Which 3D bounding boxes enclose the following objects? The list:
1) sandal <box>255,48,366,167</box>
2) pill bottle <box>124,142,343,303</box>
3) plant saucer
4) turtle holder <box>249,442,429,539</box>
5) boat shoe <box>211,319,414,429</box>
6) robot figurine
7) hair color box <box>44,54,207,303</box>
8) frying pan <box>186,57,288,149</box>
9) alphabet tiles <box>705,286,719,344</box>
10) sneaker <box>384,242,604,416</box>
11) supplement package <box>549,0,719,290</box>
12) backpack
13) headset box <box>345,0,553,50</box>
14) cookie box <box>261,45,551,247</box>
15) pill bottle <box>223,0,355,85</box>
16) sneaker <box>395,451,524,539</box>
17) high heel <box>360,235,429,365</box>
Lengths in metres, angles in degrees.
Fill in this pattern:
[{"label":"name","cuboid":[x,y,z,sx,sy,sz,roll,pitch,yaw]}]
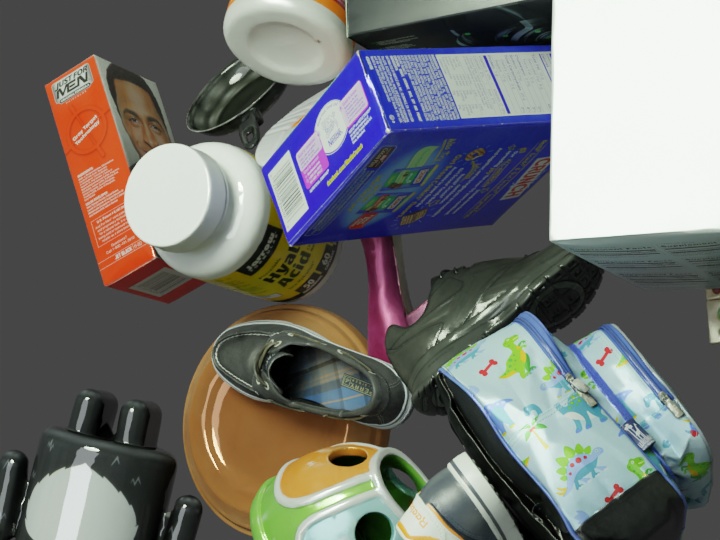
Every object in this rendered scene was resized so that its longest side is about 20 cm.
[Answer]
[{"label":"sandal","cuboid":[-0.001,-0.126,1.522,0.079,0.207,0.060,-3,121,44]},{"label":"pill bottle","cuboid":[-0.104,-0.042,1.523,0.110,0.200,0.113,-6,78,27]},{"label":"plant saucer","cuboid":[-0.069,0.126,1.566,0.198,0.037,0.202,-5,78,27]},{"label":"turtle holder","cuboid":[0.004,0.220,1.441,0.131,0.141,0.187,-39,72,25]},{"label":"boat shoe","cuboid":[-0.051,0.083,1.501,0.199,0.066,0.071,19,90,34]},{"label":"robot figurine","cuboid":[-0.225,0.204,1.583,0.149,0.124,0.202,9,84,47]},{"label":"hair color box","cuboid":[-0.201,-0.079,1.639,0.061,0.101,0.202,-28,69,21]},{"label":"frying pan","cuboid":[-0.085,-0.148,1.582,0.115,0.031,0.190,-46,28,-11]},{"label":"alphabet tiles","cuboid":[0.335,-0.022,1.394,0.165,0.006,0.202,-9,76,27]},{"label":"sneaker","cuboid":[0.102,0.022,1.454,0.199,0.076,0.091,-35,53,-7]},{"label":"supplement package","cuboid":[0.237,-0.097,1.343,0.146,0.200,0.193,-3,78,27]},{"label":"backpack","cuboid":[0.159,0.127,1.366,0.147,0.183,0.200,-37,65,-8]},{"label":"headset box","cuboid":[0.100,-0.214,1.447,0.173,0.200,0.094,-7,77,27]},{"label":"cookie box","cuboid":[0.053,-0.095,1.418,0.171,0.198,0.076,-45,58,49]},{"label":"pill bottle","cuboid":[-0.040,-0.263,1.553,0.109,0.110,0.202,-3,56,27]},{"label":"sneaker","cuboid":[0.092,0.221,1.352,0.079,0.201,0.078,-37,31,-4]},{"label":"high heel","cuboid":[0.000,0.000,1.537,0.096,0.067,0.201,-36,79,6]}]
